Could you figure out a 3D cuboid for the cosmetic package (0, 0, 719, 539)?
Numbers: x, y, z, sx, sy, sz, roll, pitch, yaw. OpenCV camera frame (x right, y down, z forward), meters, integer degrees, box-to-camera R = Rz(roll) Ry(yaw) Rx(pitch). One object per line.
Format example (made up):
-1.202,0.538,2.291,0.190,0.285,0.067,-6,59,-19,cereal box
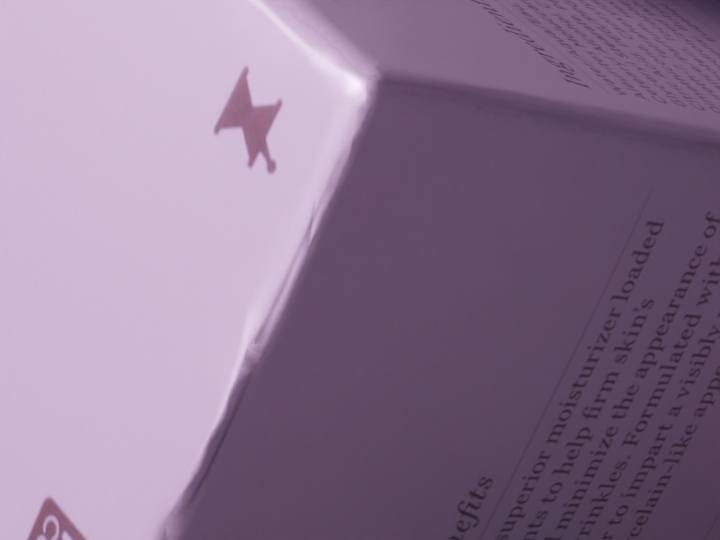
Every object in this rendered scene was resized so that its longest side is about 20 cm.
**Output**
0.000,0.000,0.703,0.165,0.200,0.165,44,116,43,cosmetic package
